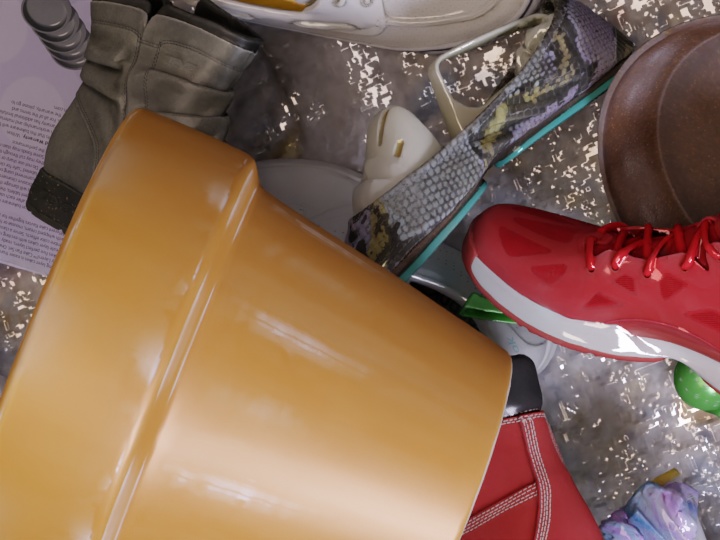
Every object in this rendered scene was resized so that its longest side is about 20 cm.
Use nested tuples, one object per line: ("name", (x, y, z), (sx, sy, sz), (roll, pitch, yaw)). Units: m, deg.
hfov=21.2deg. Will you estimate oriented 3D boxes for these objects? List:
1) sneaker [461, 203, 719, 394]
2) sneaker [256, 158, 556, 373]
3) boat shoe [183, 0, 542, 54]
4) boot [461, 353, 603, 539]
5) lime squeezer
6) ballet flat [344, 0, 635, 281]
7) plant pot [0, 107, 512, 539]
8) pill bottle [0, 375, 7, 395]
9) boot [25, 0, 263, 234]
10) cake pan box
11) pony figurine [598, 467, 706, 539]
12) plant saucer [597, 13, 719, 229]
("sneaker", (0.148, -0.013, 0.866), (0.199, 0.078, 0.116), (20, 132, 10))
("sneaker", (0.000, 0.000, 0.960), (0.200, 0.088, 0.075), (23, 105, 16))
("boat shoe", (-0.010, -0.148, 0.955), (0.199, 0.070, 0.071), (10, 100, 18))
("boot", (0.020, 0.120, 0.916), (0.200, 0.072, 0.145), (-31, 72, 34))
("lime squeezer", (0.147, 0.049, 0.923), (0.200, 0.071, 0.038), (35, 126, 1))
("ballet flat", (0.043, -0.061, 0.907), (0.072, 0.072, 0.200), (44, 71, 10))
("plant pot", (-0.044, 0.059, 0.799), (0.183, 0.200, 0.201), (21, 104, -3))
("pill bottle", (-0.227, 0.128, 1.046), (0.109, 0.109, 0.201), (-13, 92, 21))
("boot", (-0.075, -0.057, 0.931), (0.200, 0.068, 0.131), (28, 105, 29))
("cake pan box", (-0.217, -0.106, 1.046), (0.199, 0.052, 0.185), (15, 99, 17))
("pony figurine", (0.160, 0.201, 0.906), (0.193, 0.166, 0.200), (-38, 74, 36))
("plant saucer", (0.202, -0.036, 0.865), (0.200, 0.034, 0.201), (27, 142, 23))
